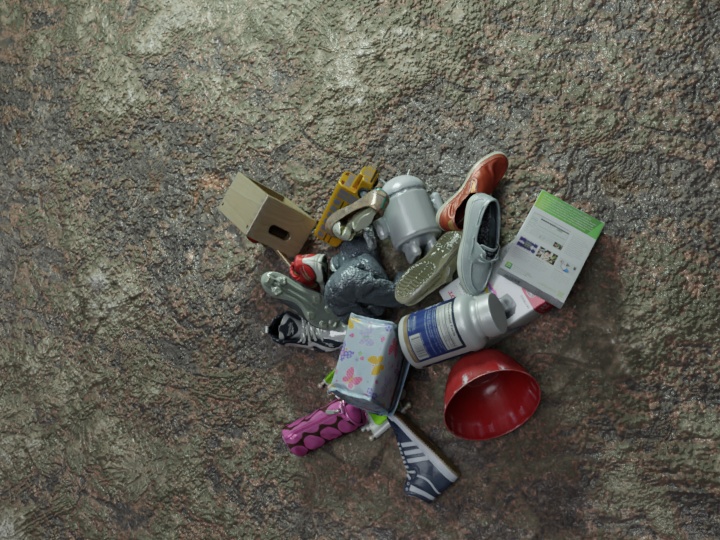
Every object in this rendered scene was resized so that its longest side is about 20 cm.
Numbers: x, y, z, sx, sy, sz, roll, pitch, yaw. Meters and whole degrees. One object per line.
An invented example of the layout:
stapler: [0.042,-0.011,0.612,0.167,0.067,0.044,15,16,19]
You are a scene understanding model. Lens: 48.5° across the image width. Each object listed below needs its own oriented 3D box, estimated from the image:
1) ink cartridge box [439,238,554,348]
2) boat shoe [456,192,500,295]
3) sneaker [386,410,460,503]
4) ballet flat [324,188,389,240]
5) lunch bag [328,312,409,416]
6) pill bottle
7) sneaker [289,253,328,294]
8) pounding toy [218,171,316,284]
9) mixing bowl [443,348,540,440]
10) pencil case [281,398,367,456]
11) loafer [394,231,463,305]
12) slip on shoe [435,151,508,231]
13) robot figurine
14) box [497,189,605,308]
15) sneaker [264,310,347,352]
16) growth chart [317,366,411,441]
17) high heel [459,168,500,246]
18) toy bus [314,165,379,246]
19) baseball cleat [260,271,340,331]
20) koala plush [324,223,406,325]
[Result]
ink cartridge box: [0.283,0.052,1.635,0.199,0.085,0.149,-35,70,15]
boat shoe: [0.236,-0.046,1.557,0.071,0.069,0.205,-153,63,-65]
sneaker: [0.104,0.393,1.674,0.200,0.070,0.109,44,100,19]
ballet flat: [-0.016,-0.104,1.694,0.199,0.067,0.068,-36,34,44]
lunch bag: [0.035,0.202,1.654,0.125,0.200,0.172,11,73,21]
pill bottle: [0.181,0.113,1.567,0.198,0.110,0.113,-22,73,28]
sneaker: [-0.115,0.003,1.771,0.083,0.200,0.079,6,72,1]
pounding toy: [-0.203,-0.096,1.839,0.184,0.199,0.144,39,99,47]
mixing bowl: [0.247,0.230,1.587,0.199,0.200,0.109,-35,38,16]
pencil case: [-0.084,0.337,1.748,0.199,0.093,0.092,-34,74,26]
loafer: [0.153,0.006,1.648,0.200,0.069,0.075,-44,38,-15]
slip on shoe: [0.234,-0.154,1.605,0.200,0.074,0.061,-48,34,-9]
robot figurine: [0.105,-0.119,1.729,0.167,0.113,0.203,-13,73,-16]
box: [0.375,-0.044,1.571,0.143,0.036,0.202,30,70,10]
sneaker: [-0.126,0.137,1.790,0.196,0.129,0.081,7,86,26]
growth chart: [0.011,0.271,1.769,0.200,0.018,0.145,44,101,23]
high heel: [0.264,-0.136,1.654,0.143,0.071,0.201,-52,40,15]
toy bus: [-0.029,-0.147,1.772,0.077,0.065,0.201,29,130,-1]
baseball cleat: [-0.131,0.060,1.760,0.199,0.106,0.070,37,87,-10]
koala plush: [0.000,0.000,1.741,0.177,0.182,0.202,-44,38,35]
